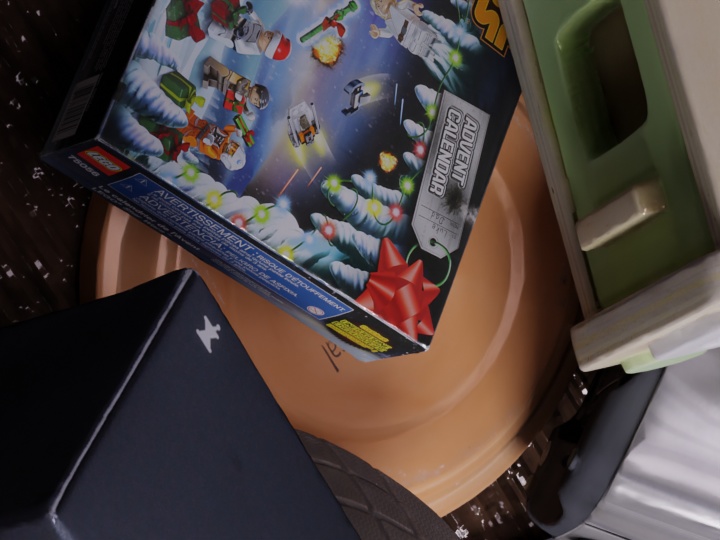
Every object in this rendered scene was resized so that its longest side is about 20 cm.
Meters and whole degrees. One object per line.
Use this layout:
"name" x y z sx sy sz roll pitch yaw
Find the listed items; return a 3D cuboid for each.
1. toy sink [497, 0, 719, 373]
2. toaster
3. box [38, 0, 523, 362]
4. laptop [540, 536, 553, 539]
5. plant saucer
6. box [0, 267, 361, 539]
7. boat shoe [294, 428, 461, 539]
"toy sink" 0.125 -0.033 0.851 0.112 0.130 0.200 -13 83 -16
"toaster" 0.153 0.030 0.971 0.129 0.114 0.200 25 76 -3
"box" -0.006 -0.089 0.898 0.137 0.040 0.200 32 65 -28
"laptop" 0.076 0.205 0.995 0.116 0.200 0.187 -7 107 15
"plant saucer" 0.000 0.000 0.962 0.200 0.032 0.201 -6 103 -26
"box" -0.100 0.130 0.825 0.200 0.198 0.123 59 31 -24
"boat shoe" -0.055 0.091 0.914 0.200 0.076 0.072 21 120 -5
